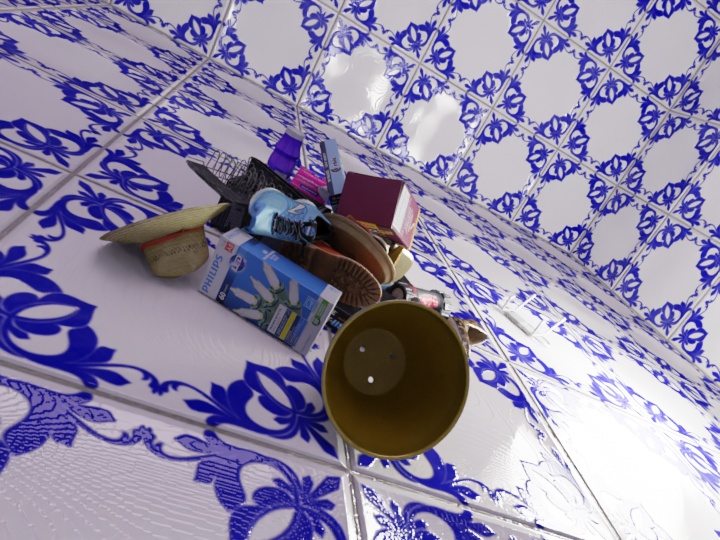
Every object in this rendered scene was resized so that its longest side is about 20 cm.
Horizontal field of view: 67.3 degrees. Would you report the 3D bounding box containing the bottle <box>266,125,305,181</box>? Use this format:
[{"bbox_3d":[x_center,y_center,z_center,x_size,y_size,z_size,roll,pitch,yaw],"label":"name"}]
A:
[{"bbox_3d":[-0.190,-0.234,1.258,0.064,0.202,0.084,25,18,-12],"label":"bottle"}]

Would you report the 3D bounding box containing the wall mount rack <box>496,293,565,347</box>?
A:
[{"bbox_3d":[0.502,0.132,1.577,0.172,0.075,0.200,5,33,-51],"label":"wall mount rack"}]

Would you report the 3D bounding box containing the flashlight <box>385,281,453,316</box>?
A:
[{"bbox_3d":[0.137,0.072,1.214,0.198,0.069,0.068,17,14,-46],"label":"flashlight"}]

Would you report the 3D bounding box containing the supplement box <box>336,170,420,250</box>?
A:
[{"bbox_3d":[0.045,-0.125,1.177,0.129,0.105,0.200,14,-7,19],"label":"supplement box"}]

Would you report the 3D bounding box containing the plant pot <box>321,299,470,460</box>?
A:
[{"bbox_3d":[0.034,0.139,0.755,0.197,0.203,0.142,26,-5,-11],"label":"plant pot"}]

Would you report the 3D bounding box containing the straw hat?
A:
[{"bbox_3d":[-0.277,-0.034,0.816,0.201,0.198,0.087,-29,103,-67],"label":"straw hat"}]

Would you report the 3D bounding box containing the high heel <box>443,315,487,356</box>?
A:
[{"bbox_3d":[0.233,0.145,1.127,0.140,0.073,0.200,19,13,-14],"label":"high heel"}]

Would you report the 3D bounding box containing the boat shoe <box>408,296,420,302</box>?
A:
[{"bbox_3d":[0.137,0.119,1.050,0.201,0.061,0.074,-103,174,-55],"label":"boat shoe"}]

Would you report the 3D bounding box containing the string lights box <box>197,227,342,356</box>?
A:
[{"bbox_3d":[-0.139,0.032,0.840,0.198,0.104,0.059,31,20,1],"label":"string lights box"}]

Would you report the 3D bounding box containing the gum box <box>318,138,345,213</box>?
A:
[{"bbox_3d":[-0.047,-0.173,1.264,0.044,0.201,0.172,-12,54,2],"label":"gum box"}]

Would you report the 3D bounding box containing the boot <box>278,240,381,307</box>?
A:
[{"bbox_3d":[-0.042,-0.005,0.985,0.198,0.076,0.107,29,16,11],"label":"boot"}]

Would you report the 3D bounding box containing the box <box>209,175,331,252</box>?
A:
[{"bbox_3d":[-0.179,-0.112,1.126,0.180,0.105,0.200,31,20,3],"label":"box"}]

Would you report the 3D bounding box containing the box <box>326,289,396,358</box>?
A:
[{"bbox_3d":[-0.005,0.068,1.034,0.196,0.050,0.200,30,20,1],"label":"box"}]

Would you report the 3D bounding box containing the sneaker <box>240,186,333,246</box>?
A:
[{"bbox_3d":[-0.114,-0.084,0.904,0.089,0.080,0.199,32,20,29],"label":"sneaker"}]

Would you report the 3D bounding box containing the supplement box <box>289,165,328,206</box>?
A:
[{"bbox_3d":[-0.137,-0.174,1.342,0.100,0.104,0.201,28,21,-9],"label":"supplement box"}]

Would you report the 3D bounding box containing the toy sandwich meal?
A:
[{"bbox_3d":[0.001,-0.052,1.038,0.204,0.071,0.206,35,-21,15],"label":"toy sandwich meal"}]

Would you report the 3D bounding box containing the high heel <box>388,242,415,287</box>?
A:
[{"bbox_3d":[0.062,-0.036,1.257,0.143,0.071,0.201,49,-10,33],"label":"high heel"}]

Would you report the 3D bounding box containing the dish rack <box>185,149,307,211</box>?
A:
[{"bbox_3d":[-0.200,-0.154,0.947,0.153,0.055,0.199,39,15,23],"label":"dish rack"}]

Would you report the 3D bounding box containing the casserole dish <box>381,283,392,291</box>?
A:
[{"bbox_3d":[0.000,0.000,1.218,0.120,0.039,0.200,12,26,-44],"label":"casserole dish"}]
